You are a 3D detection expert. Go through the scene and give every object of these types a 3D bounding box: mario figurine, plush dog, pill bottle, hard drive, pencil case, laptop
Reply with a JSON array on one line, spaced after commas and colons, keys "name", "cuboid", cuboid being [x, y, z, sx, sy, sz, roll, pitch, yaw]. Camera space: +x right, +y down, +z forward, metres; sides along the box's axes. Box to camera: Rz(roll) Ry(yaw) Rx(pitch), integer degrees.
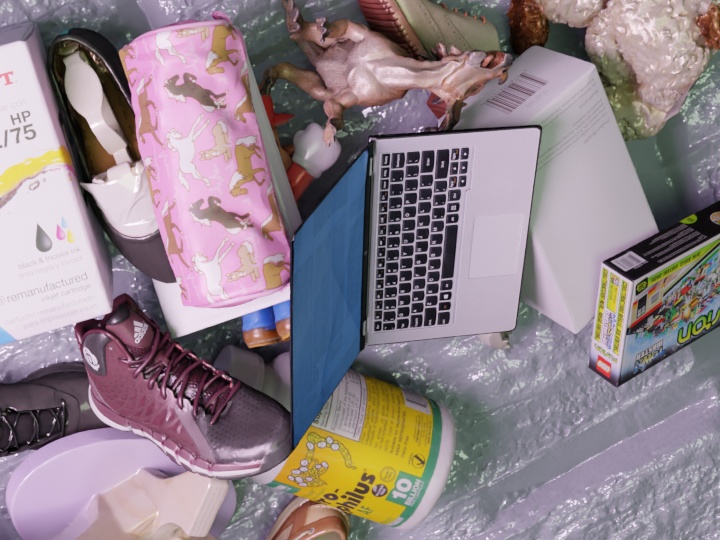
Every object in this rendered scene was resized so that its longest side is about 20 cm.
[{"name": "mario figurine", "cuboid": [-0.062, -0.047, 1.025, 0.122, 0.106, 0.202, -13, 87, 9]}, {"name": "plush dog", "cuboid": [0.206, -0.219, 1.022, 0.171, 0.160, 0.201, 33, 98, 5]}, {"name": "pill bottle", "cuboid": [-0.031, 0.133, 1.079, 0.199, 0.113, 0.113, 22, 101, -17]}, {"name": "hard drive", "cuboid": [-0.116, -0.063, 0.973, 0.131, 0.027, 0.202, -18, 90, 28]}, {"name": "pencil case", "cuboid": [-0.103, -0.075, 0.904, 0.086, 0.082, 0.202, -18, 94, -46]}, {"name": "laptop", "cuboid": [0.040, 0.011, 0.931, 0.198, 0.116, 0.188, -5, 128, -10]}]

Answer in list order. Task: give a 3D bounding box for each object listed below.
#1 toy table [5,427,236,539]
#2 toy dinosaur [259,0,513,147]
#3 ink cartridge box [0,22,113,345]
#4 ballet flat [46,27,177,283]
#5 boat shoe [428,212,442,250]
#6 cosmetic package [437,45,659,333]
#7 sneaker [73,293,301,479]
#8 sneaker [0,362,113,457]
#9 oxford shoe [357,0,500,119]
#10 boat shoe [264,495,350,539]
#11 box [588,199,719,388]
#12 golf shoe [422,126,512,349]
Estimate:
[{"name": "toy table", "cuboid": [-0.171, 0.212, 1.039, 0.199, 0.117, 0.185, 1, 116, -33]}, {"name": "toy dinosaur", "cuboid": [0.011, -0.148, 0.980, 0.135, 0.200, 0.087, -1, 112, -34]}, {"name": "ink cartridge box", "cuboid": [-0.278, -0.061, 0.952, 0.146, 0.146, 0.201, -17, 108, -6]}, {"name": "ballet flat", "cuboid": [-0.179, -0.082, 0.942, 0.068, 0.068, 0.201, -27, 86, 3]}, {"name": "boat shoe", "cuboid": [0.001, 0.000, 1.039, 0.072, 0.066, 0.201, 43, 119, -3]}, {"name": "cosmetic package", "cuboid": [0.157, -0.063, 1.044, 0.113, 0.081, 0.201, -38, 126, -14]}, {"name": "sneaker", "cuboid": [-0.141, 0.079, 0.960, 0.076, 0.199, 0.116, -52, 140, -36]}, {"name": "sneaker", "cuboid": [-0.278, 0.120, 1.036, 0.198, 0.091, 0.077, -2, 104, -13]}, {"name": "oxford shoe", "cuboid": [0.063, -0.185, 1.035, 0.074, 0.071, 0.200, -42, 119, -5]}, {"name": "boat shoe", "cuboid": [-0.074, 0.284, 1.134, 0.075, 0.074, 0.201, 27, 99, -17]}, {"name": "box", "cuboid": [0.276, 0.008, 1.090, 0.199, 0.035, 0.111, -26, 133, -29]}, {"name": "golf shoe", "cuboid": [0.064, -0.017, 1.089, 0.097, 0.078, 0.201, -18, 109, 18]}]
